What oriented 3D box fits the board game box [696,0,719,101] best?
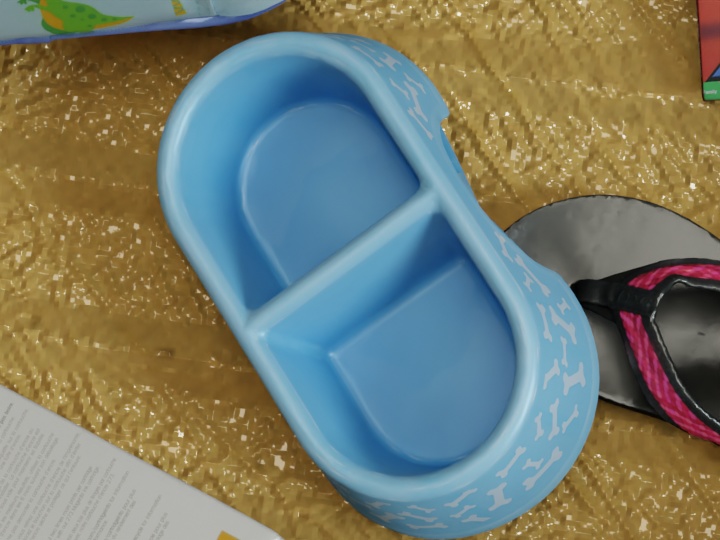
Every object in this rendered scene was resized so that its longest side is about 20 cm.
[{"bbox_3d":[0.221,-0.121,0.896,0.199,0.019,0.103,-4,104,6],"label":"board game box"}]

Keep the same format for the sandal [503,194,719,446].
[{"bbox_3d":[0.136,0.034,0.882,0.200,0.045,0.075,33,83,10],"label":"sandal"}]

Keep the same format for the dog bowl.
[{"bbox_3d":[0.000,0.000,0.878,0.111,0.050,0.200,-36,72,10],"label":"dog bowl"}]

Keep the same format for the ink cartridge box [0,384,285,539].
[{"bbox_3d":[-0.126,0.096,0.878,0.199,0.037,0.095,26,80,22],"label":"ink cartridge box"}]

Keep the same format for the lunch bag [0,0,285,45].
[{"bbox_3d":[-0.118,-0.165,0.910,0.199,0.083,0.161,-5,55,2],"label":"lunch bag"}]
